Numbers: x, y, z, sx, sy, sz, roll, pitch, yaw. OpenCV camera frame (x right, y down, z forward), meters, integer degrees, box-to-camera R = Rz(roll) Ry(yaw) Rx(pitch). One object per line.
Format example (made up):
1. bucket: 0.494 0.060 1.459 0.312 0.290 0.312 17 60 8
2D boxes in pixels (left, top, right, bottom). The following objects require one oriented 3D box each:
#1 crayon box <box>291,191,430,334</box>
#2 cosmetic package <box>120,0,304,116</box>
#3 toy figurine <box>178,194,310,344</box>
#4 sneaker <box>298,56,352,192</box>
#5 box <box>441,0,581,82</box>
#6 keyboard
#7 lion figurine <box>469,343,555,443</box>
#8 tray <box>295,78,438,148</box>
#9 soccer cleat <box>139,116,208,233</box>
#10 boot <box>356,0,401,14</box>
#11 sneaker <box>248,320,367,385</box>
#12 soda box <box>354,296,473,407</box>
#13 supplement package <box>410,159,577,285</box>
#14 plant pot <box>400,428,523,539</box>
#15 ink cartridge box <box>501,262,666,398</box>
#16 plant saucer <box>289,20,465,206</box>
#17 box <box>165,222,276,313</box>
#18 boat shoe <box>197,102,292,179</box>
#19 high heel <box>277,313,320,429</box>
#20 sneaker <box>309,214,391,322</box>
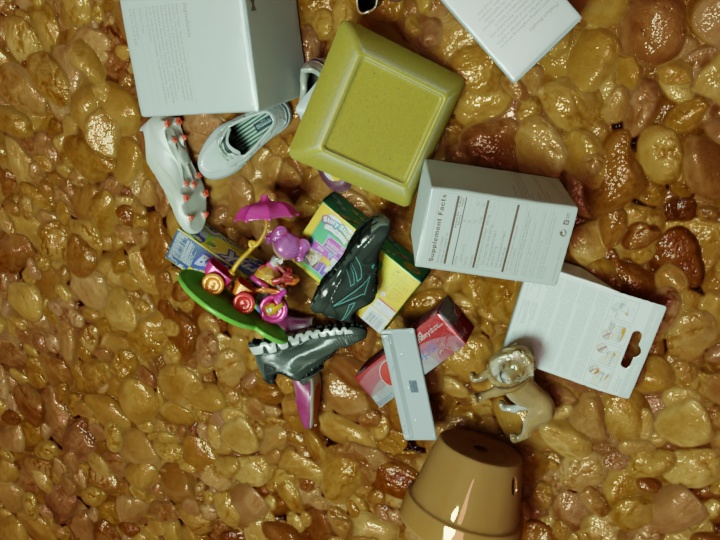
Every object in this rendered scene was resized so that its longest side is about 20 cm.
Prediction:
1. crayon box: -0.004 -0.012 1.246 0.199 0.058 0.119 40 119 3
2. cosmetic package: -0.206 -0.321 1.142 0.197 0.167 0.169 2 111 22
3. toy figurine: -0.147 -0.015 1.211 0.198 0.150 0.185 33 100 -10
4. sneaker: -0.056 -0.209 1.170 0.074 0.090 0.203 -3 108 24
5. box: 0.165 -0.344 0.982 0.106 0.152 0.200 -42 93 16
6. keyboard: 0.077 0.183 1.250 0.055 0.011 0.203 -6 112 16
7. lion figurine: 0.244 0.184 1.195 0.121 0.073 0.200 -26 131 31
8. tray: 0.013 -0.201 1.125 0.199 0.022 0.108 40 98 -21
9. soccer cleat: -0.307 -0.157 1.308 0.077 0.069 0.203 -13 95 34
10. boot: 0.019 -0.428 0.989 0.067 0.200 0.192 6 113 19
11. sneaker: -0.080 0.137 1.293 0.196 0.066 0.092 -12 96 5
12. soda box: 0.085 0.132 1.266 0.070 0.063 0.200 47 120 -2
13. supplement package: 0.176 -0.067 1.085 0.196 0.117 0.119 8 116 -3
14. plant pot: 0.173 0.344 1.252 0.197 0.200 0.142 16 100 15
15. ink cartridge box: 0.322 0.081 1.162 0.197 0.047 0.162 18 116 11
16. plant saucer: 0.028 -0.207 1.089 0.197 0.049 0.202 21 103 -17
17. box: -0.223 -0.002 1.332 0.199 0.070 0.065 35 118 6
18. boat shoe: -0.196 -0.206 1.242 0.199 0.067 0.074 -35 95 29
19. high heel: -0.121 0.173 1.358 0.094 0.067 0.204 0 106 11
20. sneaker: 0.000 0.000 1.185 0.079 0.076 0.201 31 126 -8
